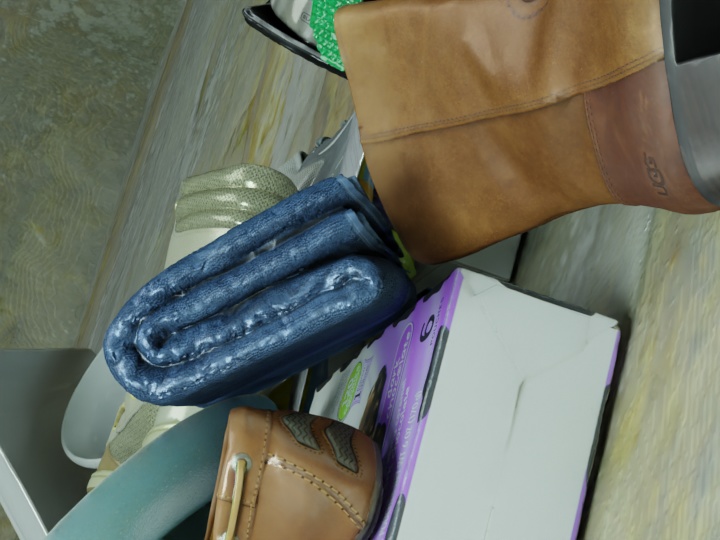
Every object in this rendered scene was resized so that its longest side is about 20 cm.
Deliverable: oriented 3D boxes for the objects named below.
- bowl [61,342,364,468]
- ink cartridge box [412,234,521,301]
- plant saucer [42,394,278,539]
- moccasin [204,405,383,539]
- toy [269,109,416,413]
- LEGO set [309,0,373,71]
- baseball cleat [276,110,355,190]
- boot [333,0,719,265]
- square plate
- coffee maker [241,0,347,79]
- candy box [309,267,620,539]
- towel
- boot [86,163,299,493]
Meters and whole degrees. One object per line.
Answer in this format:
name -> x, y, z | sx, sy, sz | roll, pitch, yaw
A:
bowl -> -0.067, 0.064, 1.194 | 0.201, 0.090, 0.201 | -33, 23, 16
ink cartridge box -> 0.066, -0.079, 1.033 | 0.099, 0.039, 0.200 | 139, 148, -70
plant saucer -> -0.093, 0.136, 0.852 | 0.200, 0.027, 0.200 | -45, -18, -19
moccasin -> -0.060, 0.139, 0.778 | 0.074, 0.078, 0.201 | -92, 24, -59
toy -> 0.000, 0.000, 0.993 | 0.115, 0.047, 0.200 | -97, 24, -72
LEGO set -> 0.082, -0.121, 0.815 | 0.200, 0.116, 0.154 | 23, 116, 46
baseball cleat -> 0.004, -0.074, 1.118 | 0.106, 0.070, 0.200 | -3, 48, 45
boot -> 0.062, -0.103, 0.715 | 0.200, 0.068, 0.188 | -8, 105, 54
square plate -> -0.157, 0.135, 1.210 | 0.028, 0.200, 0.198 | -33, -11, 14
coffee maker -> 0.030, -0.223, 1.214 | 0.192, 0.135, 0.200 | -95, 28, -67
candy box -> 0.018, 0.111, 0.835 | 0.200, 0.071, 0.168 | 136, 151, -66
towel -> -0.035, 0.014, 0.813 | 0.112, 0.049, 0.200 | -27, -5, 2
boot -> -0.078, 0.040, 1.021 | 0.200, 0.072, 0.155 | 138, 143, -69
